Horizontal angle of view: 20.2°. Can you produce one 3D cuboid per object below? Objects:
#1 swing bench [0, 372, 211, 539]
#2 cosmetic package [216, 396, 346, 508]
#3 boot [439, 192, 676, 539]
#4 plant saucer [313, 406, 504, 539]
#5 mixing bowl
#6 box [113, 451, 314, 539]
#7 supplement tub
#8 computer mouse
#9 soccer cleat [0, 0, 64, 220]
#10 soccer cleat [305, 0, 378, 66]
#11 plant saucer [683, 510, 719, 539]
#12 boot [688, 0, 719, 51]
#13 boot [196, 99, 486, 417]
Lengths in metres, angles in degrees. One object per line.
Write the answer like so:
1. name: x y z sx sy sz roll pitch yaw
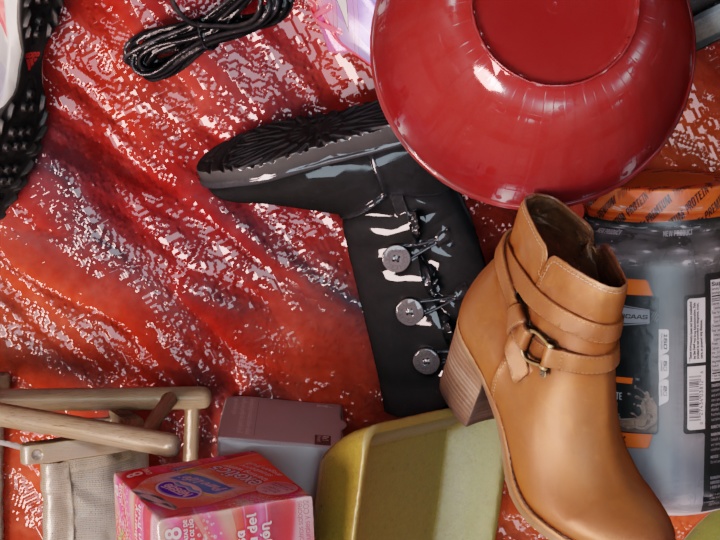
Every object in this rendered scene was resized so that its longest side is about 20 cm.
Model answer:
1. swing bench: -0.205 0.178 1.289 0.198 0.130 0.201 4 101 5
2. cosmetic package: -0.057 0.190 1.299 0.089 0.107 0.202 2 99 -1
3. boot: 0.129 0.066 1.172 0.200 0.073 0.155 44 133 26
4. plant saucer: 0.021 0.179 1.263 0.048 0.200 0.202 12 98 29
5. mixing bowl: 0.107 -0.141 1.165 0.198 0.108 0.202 0 84 -3
6. box: -0.084 0.218 1.183 0.094 0.103 0.202 -6 103 -20
7. supplement tub: 0.187 0.042 1.261 0.121 0.123 0.202 -1 100 1
8. computer mouse: -0.122 -0.221 1.232 0.140 0.046 0.201 -15 101 25
9. soccer cleat: -0.237 -0.126 1.270 0.073 0.068 0.201 18 105 21
10. soccer cleat: -0.014 -0.182 1.253 0.076 0.067 0.200 -41 100 12
11. plant saucer: 0.296 0.240 1.343 0.198 0.031 0.202 0 101 0
12. boot: 0.222 -0.246 1.235 0.199 0.069 0.175 -32 99 8
13. boot: 0.001 0.000 1.284 0.164 0.066 0.201 -11 116 19
